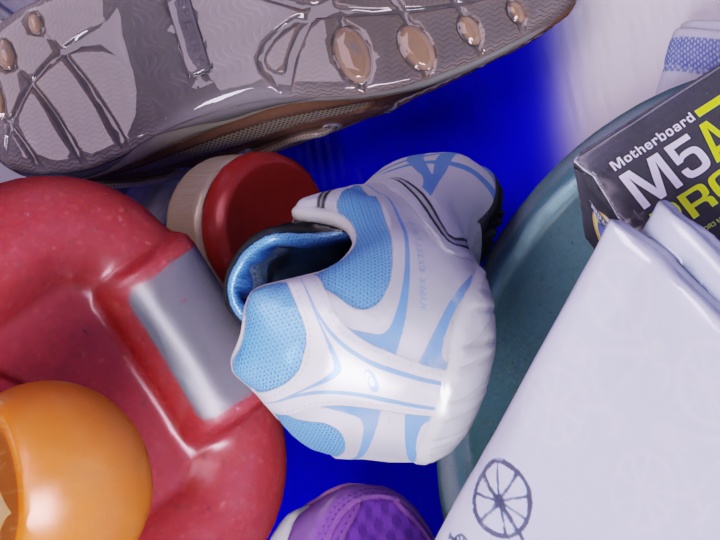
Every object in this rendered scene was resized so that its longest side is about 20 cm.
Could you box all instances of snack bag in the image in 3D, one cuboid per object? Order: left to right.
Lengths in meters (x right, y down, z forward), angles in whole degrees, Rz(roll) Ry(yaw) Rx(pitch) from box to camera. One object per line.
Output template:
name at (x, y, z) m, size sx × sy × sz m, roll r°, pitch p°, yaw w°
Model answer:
snack bag at (0.081, 0.118, 0.569) m, size 0.200 × 0.021 × 0.189 m, roll 48°, pitch 124°, yaw 32°

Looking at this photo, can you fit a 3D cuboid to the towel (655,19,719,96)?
towel at (0.126, 0.022, 0.722) m, size 0.146 × 0.024 × 0.201 m, roll 8°, pitch 76°, yaw 38°

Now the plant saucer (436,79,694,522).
plant saucer at (0.098, 0.032, 0.708) m, size 0.199 × 0.027 × 0.202 m, roll -15°, pitch 64°, yaw 33°

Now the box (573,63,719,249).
box at (0.175, -0.013, 0.598) m, size 0.199 × 0.044 × 0.161 m, roll -33°, pitch 62°, yaw -6°

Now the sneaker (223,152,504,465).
sneaker at (0.000, 0.000, 0.728) m, size 0.072 × 0.200 × 0.072 m, roll 22°, pitch 101°, yaw -4°

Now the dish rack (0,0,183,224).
dish rack at (-0.165, -0.009, 0.925) m, size 0.171 × 0.043 × 0.201 m, roll 36°, pitch 93°, yaw 38°

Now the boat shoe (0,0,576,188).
boat shoe at (-0.026, -0.075, 0.835) m, size 0.198 × 0.072 × 0.076 m, roll -13°, pitch 77°, yaw 6°

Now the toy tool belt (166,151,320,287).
toy tool belt at (-0.108, 0.037, 0.811) m, size 0.122 × 0.125 × 0.200 m, roll 1°, pitch 45°, yaw 51°

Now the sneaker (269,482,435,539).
sneaker at (0.030, 0.146, 0.688) m, size 0.088 × 0.080 × 0.201 m, roll -38°, pitch 56°, yaw 42°

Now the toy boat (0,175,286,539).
toy boat at (-0.097, 0.059, 0.662) m, size 0.200 × 0.131 × 0.130 m, roll -38°, pitch 10°, yaw -28°
